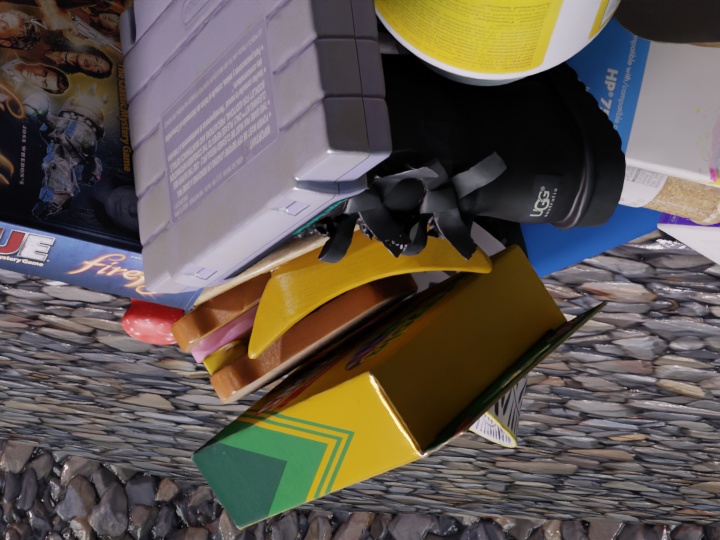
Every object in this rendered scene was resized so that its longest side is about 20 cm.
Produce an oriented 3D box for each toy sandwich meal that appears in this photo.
[{"bbox_3d":[0.000,0.000,0.986,0.203,0.071,0.205,-24,179,0],"label":"toy sandwich meal"}]

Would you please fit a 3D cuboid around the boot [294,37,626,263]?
[{"bbox_3d":[0.010,-0.079,0.876,0.161,0.074,0.199,-1,-143,-26],"label":"boot"}]

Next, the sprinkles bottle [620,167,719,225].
[{"bbox_3d":[0.115,-0.077,1.082,0.198,0.069,0.068,12,167,-20],"label":"sprinkles bottle"}]

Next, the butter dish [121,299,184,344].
[{"bbox_3d":[-0.121,-0.027,1.258,0.198,0.150,0.199,4,168,14],"label":"butter dish"}]

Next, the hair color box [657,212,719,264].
[{"bbox_3d":[0.265,-0.024,1.107,0.109,0.065,0.200,28,174,-21],"label":"hair color box"}]

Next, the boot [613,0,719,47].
[{"bbox_3d":[0.207,-0.121,0.877,0.198,0.074,0.075,10,-172,6],"label":"boot"}]

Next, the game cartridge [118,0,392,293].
[{"bbox_3d":[-0.045,-0.073,0.766,0.038,0.131,0.200,-6,169,-26],"label":"game cartridge"}]

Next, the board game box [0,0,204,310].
[{"bbox_3d":[-0.134,-0.086,0.896,0.134,0.202,0.035,13,141,-23],"label":"board game box"}]

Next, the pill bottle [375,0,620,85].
[{"bbox_3d":[0.053,-0.138,0.744,0.111,0.113,0.200,7,167,0],"label":"pill bottle"}]

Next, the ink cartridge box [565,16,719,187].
[{"bbox_3d":[0.169,-0.078,0.985,0.198,0.068,0.116,12,-176,-16],"label":"ink cartridge box"}]

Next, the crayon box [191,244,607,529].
[{"bbox_3d":[0.016,0.056,0.991,0.127,0.051,0.199,-38,-174,-40],"label":"crayon box"}]

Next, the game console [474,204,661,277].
[{"bbox_3d":[0.099,-0.062,1.274,0.170,0.119,0.200,37,173,15],"label":"game console"}]

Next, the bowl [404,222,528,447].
[{"bbox_3d":[0.033,0.012,1.187,0.200,0.095,0.201,32,173,4],"label":"bowl"}]
